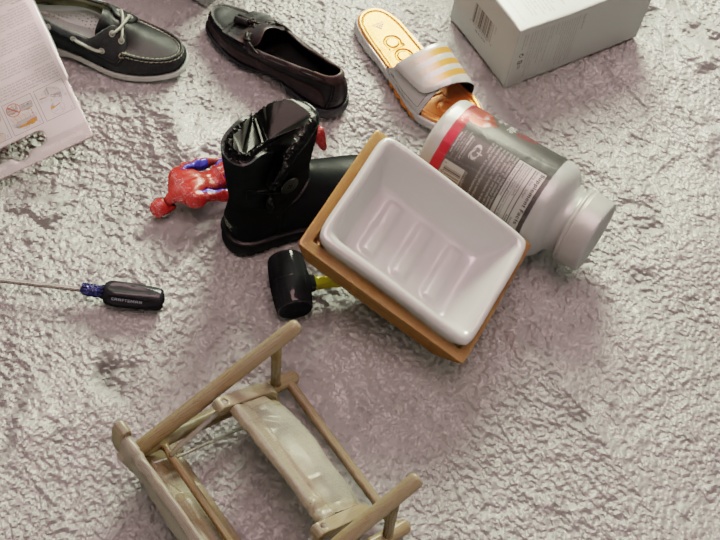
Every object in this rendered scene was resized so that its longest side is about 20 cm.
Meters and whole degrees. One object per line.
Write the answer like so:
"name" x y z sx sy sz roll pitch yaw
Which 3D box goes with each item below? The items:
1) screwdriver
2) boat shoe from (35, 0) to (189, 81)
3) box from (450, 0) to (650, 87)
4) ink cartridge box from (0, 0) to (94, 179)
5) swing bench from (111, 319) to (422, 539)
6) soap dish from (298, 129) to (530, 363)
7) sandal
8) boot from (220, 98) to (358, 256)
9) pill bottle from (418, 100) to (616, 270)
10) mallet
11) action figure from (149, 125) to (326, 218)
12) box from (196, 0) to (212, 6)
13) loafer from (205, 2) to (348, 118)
"screwdriver" -0.293 0.015 1.352 0.199 0.029 0.028 10 55 -8
"boat shoe" -0.289 -0.265 1.521 0.199 0.060 0.076 10 56 -1
"box" 0.227 -0.319 1.612 0.199 0.098 0.125 -23 62 -21
"ink cartridge box" -0.391 -0.192 1.455 0.160 0.050 0.201 -26 83 -6
"swing bench" -0.085 0.189 1.216 0.200 0.130 0.199 -31 66 -19
"soap dish" 0.052 -0.021 1.366 0.200 0.081 0.158 36 63 -6
"sandal" 0.062 -0.240 1.558 0.079 0.059 0.207 -30 66 -24
"boot" -0.052 -0.107 1.388 0.199 0.168 0.077 -23 62 -22
"pill bottle" 0.163 -0.085 1.440 0.200 0.111 0.111 33 58 13
"mallet" 0.000 0.000 1.408 0.199 0.041 0.066 -11 62 -20
"action figure" -0.133 -0.106 1.448 0.199 0.052 0.066 -27 59 -18
"box" -0.192 -0.456 1.620 0.199 0.131 0.200 34 59 14
"loafer" -0.091 -0.251 1.540 0.200 0.063 0.072 37 59 16
